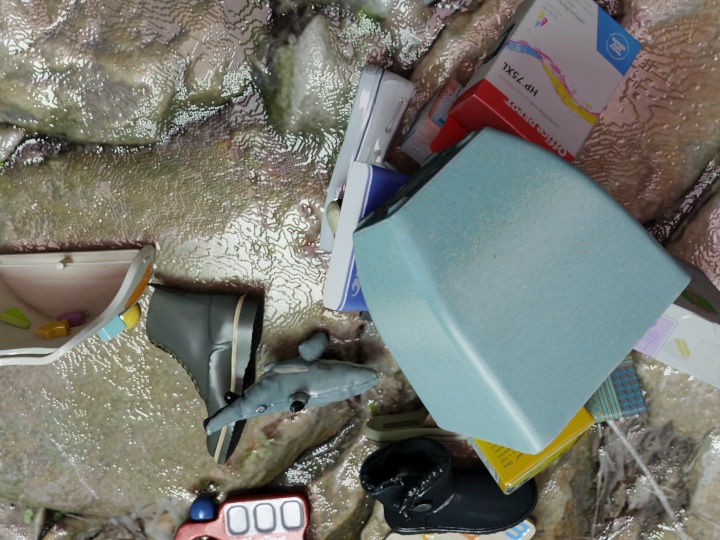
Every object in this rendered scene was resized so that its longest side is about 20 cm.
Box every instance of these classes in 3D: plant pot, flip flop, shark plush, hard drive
[{"bbox_3d":[0.105,0.001,0.680,0.196,0.195,0.201,-43,99,-15],"label":"plant pot"},{"bbox_3d":[0.098,0.163,0.949,0.196,0.081,0.059,-10,95,13],"label":"flip flop"},{"bbox_3d":[-0.080,0.130,0.902,0.197,0.083,0.093,-3,107,-32],"label":"shark plush"},{"bbox_3d":[0.039,-0.027,0.805,0.025,0.199,0.134,15,96,30],"label":"hard drive"}]

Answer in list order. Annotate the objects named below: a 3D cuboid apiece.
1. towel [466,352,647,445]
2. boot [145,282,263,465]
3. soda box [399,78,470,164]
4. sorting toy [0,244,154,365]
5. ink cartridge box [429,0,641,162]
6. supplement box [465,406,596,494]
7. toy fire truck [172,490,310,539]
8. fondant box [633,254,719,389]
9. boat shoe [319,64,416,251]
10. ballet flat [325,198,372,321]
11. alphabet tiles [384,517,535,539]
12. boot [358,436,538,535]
[{"bbox_3d":[0.201,0.107,0.900,0.196,0.022,0.149,-12,70,6],"label":"towel"},{"bbox_3d":[-0.195,0.116,0.953,0.136,0.077,0.204,11,98,4],"label":"boot"},{"bbox_3d":[0.141,-0.102,0.832,0.199,0.064,0.068,37,152,-10],"label":"soda box"},{"bbox_3d":[-0.338,0.051,0.874,0.196,0.180,0.109,-2,110,5],"label":"sorting toy"},{"bbox_3d":[0.166,-0.166,0.771,0.116,0.067,0.202,36,76,-10],"label":"ink cartridge box"},{"bbox_3d":[0.136,0.114,0.840,0.109,0.109,0.201,-34,69,-3],"label":"supplement box"},{"bbox_3d":[-0.157,0.372,1.032,0.196,0.112,0.171,-5,86,5],"label":"toy fire truck"},{"bbox_3d":[0.299,0.028,0.813,0.142,0.200,0.059,24,110,-5],"label":"fondant box"},{"bbox_3d":[0.008,-0.109,0.848,0.066,0.074,0.203,16,110,0],"label":"boat shoe"},{"bbox_3d":[0.000,0.000,0.854,0.056,0.067,0.201,-18,140,7],"label":"ballet flat"},{"bbox_3d":[0.132,0.373,1.050,0.194,0.015,0.201,34,109,-6],"label":"alphabet tiles"},{"bbox_3d":[0.106,0.248,0.928,0.196,0.078,0.169,-9,147,7],"label":"boot"}]
